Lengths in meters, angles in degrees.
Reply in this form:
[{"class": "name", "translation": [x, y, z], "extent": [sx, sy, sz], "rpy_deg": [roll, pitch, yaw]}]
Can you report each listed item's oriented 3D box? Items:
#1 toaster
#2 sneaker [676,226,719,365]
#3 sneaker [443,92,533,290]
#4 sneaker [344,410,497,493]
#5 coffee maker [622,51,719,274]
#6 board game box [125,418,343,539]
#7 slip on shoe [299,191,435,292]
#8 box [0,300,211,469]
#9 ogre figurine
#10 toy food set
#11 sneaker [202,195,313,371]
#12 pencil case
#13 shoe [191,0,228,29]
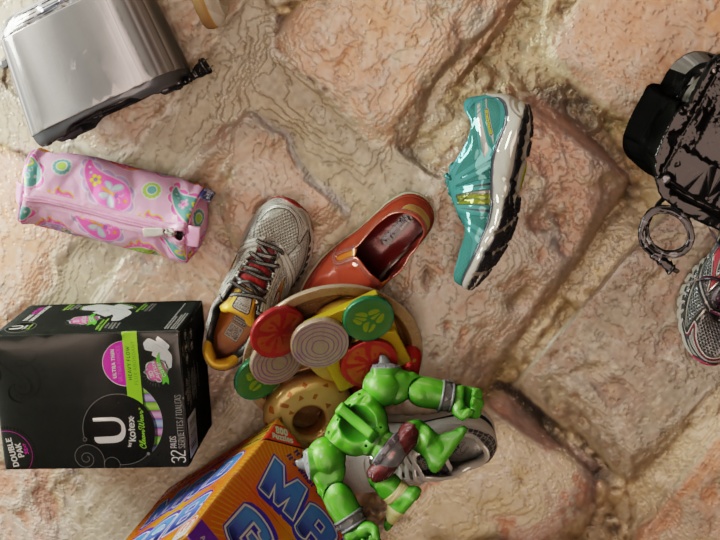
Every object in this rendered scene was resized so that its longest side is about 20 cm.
[{"class": "toaster", "translation": [-0.261, -0.217, 1.262], "extent": [0.198, 0.114, 0.130], "rpy_deg": [-23, 98, 11]}, {"class": "sneaker", "translation": [0.379, 0.002, 1.284], "extent": [0.080, 0.075, 0.202], "rpy_deg": [15, 104, 1]}, {"class": "sneaker", "translation": [0.123, -0.081, 1.297], "extent": [0.079, 0.077, 0.203], "rpy_deg": [14, 99, 21]}, {"class": "sneaker", "translation": [0.049, 0.198, 1.351], "extent": [0.198, 0.081, 0.077], "rpy_deg": [-18, 103, 9]}, {"class": "coffee maker", "translation": [0.313, -0.116, 1.197], "extent": [0.192, 0.200, 0.135], "rpy_deg": [-39, 95, 9]}, {"class": "board game box", "translation": [-0.125, 0.319, 1.298], "extent": [0.199, 0.200, 0.201], "rpy_deg": [-34, 99, 35]}, {"class": "slip on shoe", "translation": [0.000, 0.000, 1.319], "extent": [0.074, 0.061, 0.200], "rpy_deg": [43, 104, -8]}, {"class": "box", "translation": [-0.268, 0.119, 1.333], "extent": [0.197, 0.124, 0.151], "rpy_deg": [-1, 103, 5]}, {"class": "ogre figurine", "translation": [0.024, 0.174, 1.272], "extent": [0.120, 0.098, 0.201], "rpy_deg": [39, 102, 3]}, {"class": "toy food set", "translation": [-0.031, 0.098, 1.314], "extent": [0.198, 0.049, 0.199], "rpy_deg": [-24, 126, 6]}, {"class": "sneaker", "translation": [-0.107, 0.019, 1.320], "extent": [0.077, 0.082, 0.202], "rpy_deg": [23, 102, 0]}, {"class": "pencil case", "translation": [-0.253, -0.067, 1.310], "extent": [0.197, 0.087, 0.089], "rpy_deg": [15, 104, 2]}, {"class": "shoe", "translation": [-0.146, -0.341, 1.246], "extent": [0.053, 0.070, 0.203], "rpy_deg": [-3, 101, 13]}]
